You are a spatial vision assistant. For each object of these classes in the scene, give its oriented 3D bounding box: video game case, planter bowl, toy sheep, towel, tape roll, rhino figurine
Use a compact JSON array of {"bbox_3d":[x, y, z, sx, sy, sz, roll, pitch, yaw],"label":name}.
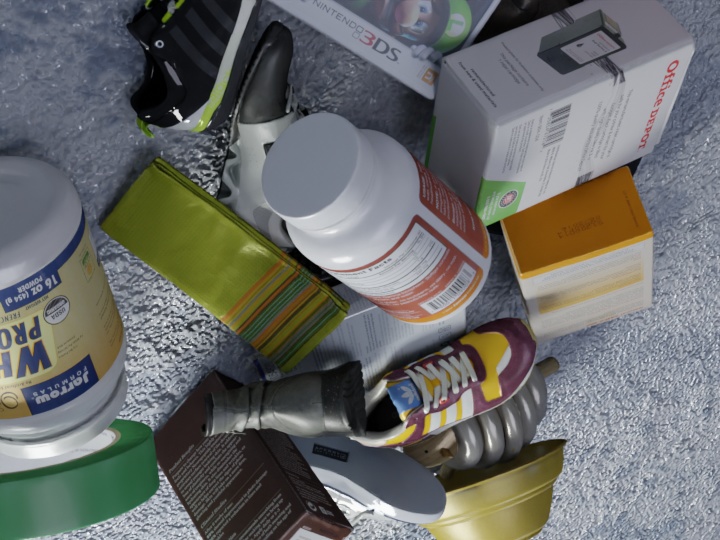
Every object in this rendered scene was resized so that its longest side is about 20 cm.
[{"bbox_3d":[0.040,-0.258,0.997,0.182,0.023,0.200,27,105,-27],"label":"video game case"},{"bbox_3d":[0.136,0.249,1.358,0.200,0.084,0.200,-20,176,-1],"label":"planter bowl"},{"bbox_3d":[0.125,0.140,1.323,0.200,0.138,0.138,-32,136,-27],"label":"toy sheep"},{"bbox_3d":[-0.110,-0.001,1.044,0.200,0.018,0.086,38,114,-11],"label":"towel"},{"bbox_3d":[-0.263,0.165,1.029,0.200,0.200,0.048,-11,98,-27],"label":"tape roll"},{"bbox_3d":[0.129,-0.227,1.088,0.200,0.060,0.087,3,131,-32],"label":"rhino figurine"}]

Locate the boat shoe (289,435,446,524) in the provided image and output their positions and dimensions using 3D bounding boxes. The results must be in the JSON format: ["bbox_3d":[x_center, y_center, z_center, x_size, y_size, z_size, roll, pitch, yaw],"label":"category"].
[{"bbox_3d":[-0.019,0.217,1.272,0.202,0.075,0.086,17,131,-2],"label":"boat shoe"}]

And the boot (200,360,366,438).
[{"bbox_3d":[-0.065,0.114,1.110,0.131,0.068,0.200,-4,172,6],"label":"boot"}]

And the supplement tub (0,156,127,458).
[{"bbox_3d":[-0.258,0.031,0.966,0.144,0.144,0.200,-25,133,-16],"label":"supplement tub"}]

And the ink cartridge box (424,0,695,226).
[{"bbox_3d":[0.164,-0.137,1.085,0.200,0.084,0.146,-24,151,-20],"label":"ink cartridge box"}]

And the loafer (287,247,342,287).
[{"bbox_3d":[0.000,0.000,1.168,0.200,0.068,0.070,-23,123,-23],"label":"loafer"}]

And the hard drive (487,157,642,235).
[{"bbox_3d":[0.183,-0.089,1.242,0.200,0.042,0.135,2,121,-35],"label":"hard drive"}]

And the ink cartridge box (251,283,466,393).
[{"bbox_3d":[0.001,0.064,1.183,0.200,0.041,0.200,-22,155,-6],"label":"ink cartridge box"}]

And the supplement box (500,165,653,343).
[{"bbox_3d":[0.207,-0.010,1.223,0.126,0.074,0.200,-18,156,4],"label":"supplement box"}]

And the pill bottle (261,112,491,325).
[{"bbox_3d":[0.013,-0.040,0.997,0.112,0.112,0.200,-47,142,5],"label":"pill bottle"}]

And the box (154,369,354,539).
[{"bbox_3d":[-0.103,0.193,1.154,0.100,0.200,0.075,-48,138,8],"label":"box"}]

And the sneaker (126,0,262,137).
[{"bbox_3d":[-0.127,-0.183,0.942,0.083,0.072,0.200,-6,125,-29],"label":"sneaker"}]

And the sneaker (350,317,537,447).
[{"bbox_3d":[0.075,0.111,1.206,0.200,0.075,0.090,-39,158,26],"label":"sneaker"}]

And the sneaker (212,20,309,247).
[{"bbox_3d":[-0.061,-0.103,1.026,0.088,0.074,0.200,15,128,0],"label":"sneaker"}]
